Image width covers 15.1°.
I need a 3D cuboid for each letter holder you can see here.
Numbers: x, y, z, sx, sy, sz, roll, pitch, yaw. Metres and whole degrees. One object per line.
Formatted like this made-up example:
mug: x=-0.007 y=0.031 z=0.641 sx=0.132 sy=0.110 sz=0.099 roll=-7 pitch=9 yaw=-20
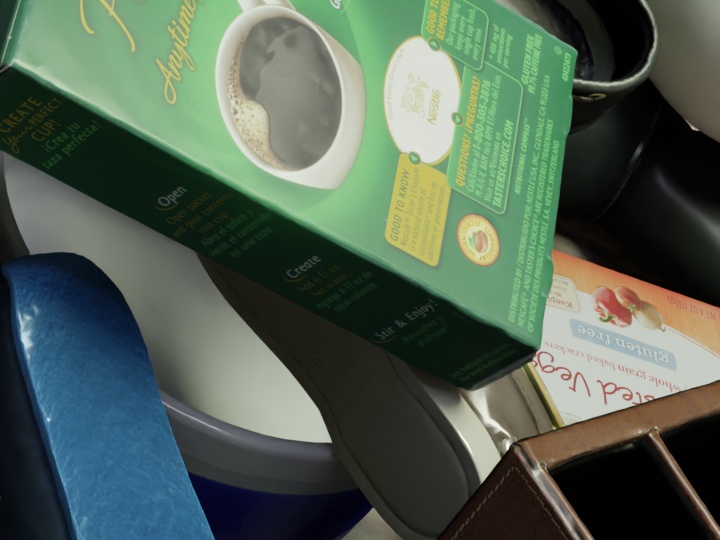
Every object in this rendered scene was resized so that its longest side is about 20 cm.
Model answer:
letter holder: x=0.072 y=0.155 z=0.837 sx=0.100 sy=0.200 sz=0.143 roll=-13 pitch=60 yaw=-40

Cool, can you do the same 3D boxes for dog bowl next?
dog bowl: x=-0.059 y=0.008 z=0.985 sx=0.199 sy=0.079 sz=0.201 roll=21 pitch=42 yaw=-20

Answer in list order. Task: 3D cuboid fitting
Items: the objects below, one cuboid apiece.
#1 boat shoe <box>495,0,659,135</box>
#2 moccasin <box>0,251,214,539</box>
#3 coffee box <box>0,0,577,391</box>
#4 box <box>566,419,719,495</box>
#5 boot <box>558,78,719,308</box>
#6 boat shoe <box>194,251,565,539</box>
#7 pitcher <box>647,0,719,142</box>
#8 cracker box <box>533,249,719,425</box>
boat shoe: x=0.015 y=-0.119 z=0.938 sx=0.201 sy=0.063 sz=0.074 roll=34 pitch=62 yaw=-14
moccasin: x=-0.085 y=0.096 z=0.868 sx=0.080 sy=0.068 sz=0.202 roll=-4 pitch=82 yaw=-43
coffee box: x=-0.024 y=-0.058 z=0.847 sx=0.199 sy=0.044 sz=0.124 roll=27 pitch=54 yaw=-26
box: x=0.156 y=0.136 z=0.910 sx=0.108 sy=0.128 sz=0.202 roll=-10 pitch=87 yaw=-27
boot: x=0.122 y=-0.025 z=1.162 sx=0.162 sy=0.074 sz=0.198 roll=43 pitch=33 yaw=11
boat shoe: x=0.000 y=0.000 z=0.919 sx=0.059 sy=0.072 sz=0.201 roll=-19 pitch=70 yaw=-43
pitcher: x=0.180 y=-0.115 z=1.192 sx=0.171 sy=0.121 sz=0.200 roll=37 pitch=8 yaw=-36
cracker box: x=0.093 y=0.087 z=1.041 sx=0.133 sy=0.058 sz=0.201 roll=18 pitch=43 yaw=-23
